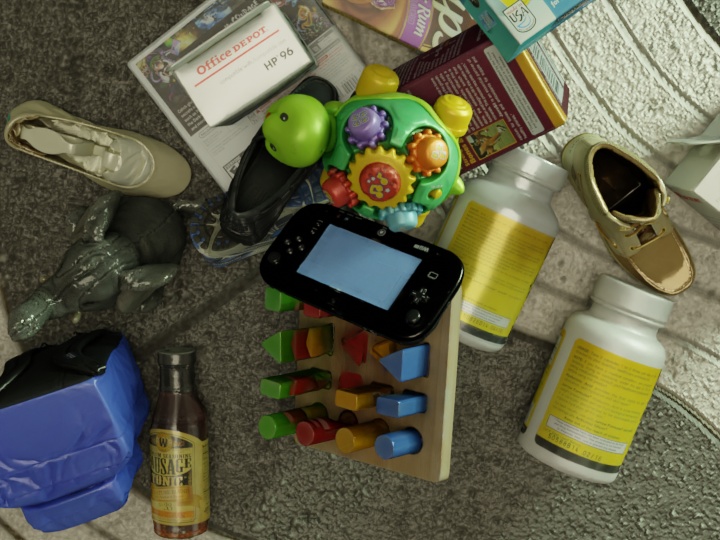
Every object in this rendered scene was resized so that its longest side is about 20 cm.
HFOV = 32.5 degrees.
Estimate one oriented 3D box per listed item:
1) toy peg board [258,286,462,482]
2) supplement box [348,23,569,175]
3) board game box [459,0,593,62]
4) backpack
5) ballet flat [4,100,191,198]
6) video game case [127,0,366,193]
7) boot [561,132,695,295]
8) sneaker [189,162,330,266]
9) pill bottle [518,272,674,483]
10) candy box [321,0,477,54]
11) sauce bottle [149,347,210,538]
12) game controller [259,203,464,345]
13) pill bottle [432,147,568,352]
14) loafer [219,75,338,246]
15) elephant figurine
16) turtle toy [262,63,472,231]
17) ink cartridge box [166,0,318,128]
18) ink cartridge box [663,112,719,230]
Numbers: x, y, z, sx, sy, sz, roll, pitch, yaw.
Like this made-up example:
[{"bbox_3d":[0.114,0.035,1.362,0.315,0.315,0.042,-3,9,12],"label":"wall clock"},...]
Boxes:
[{"bbox_3d":[-0.012,0.101,1.240,0.199,0.098,0.201,9,100,40],"label":"toy peg board"},{"bbox_3d":[0.093,-0.163,1.222,0.200,0.086,0.110,-25,112,24],"label":"supplement box"},{"bbox_3d":[0.135,-0.314,1.125,0.151,0.047,0.200,-37,85,-14],"label":"board game box"},{"bbox_3d":[-0.300,0.157,1.254,0.162,0.200,0.168,-14,106,0],"label":"backpack"},{"bbox_3d":[-0.276,-0.122,1.284,0.199,0.069,0.070,18,97,-2],"label":"ballet flat"},{"bbox_3d":[-0.111,-0.204,1.294,0.200,0.023,0.182,-37,96,6],"label":"video game case"},{"bbox_3d":[0.281,-0.050,1.239,0.073,0.155,0.200,-34,95,5],"label":"boot"},{"bbox_3d":[-0.089,-0.068,1.290,0.200,0.085,0.077,-28,71,-16],"label":"sneaker"},{"bbox_3d":[0.249,0.109,1.282,0.111,0.111,0.200,21,98,-2],"label":"pill bottle"},{"bbox_3d":[0.074,-0.282,1.265,0.200,0.056,0.117,25,96,-4],"label":"candy box"},{"bbox_3d":[-0.195,0.183,1.322,0.066,0.066,0.201,-3,96,1],"label":"sauce bottle"},{"bbox_3d":[0.000,0.000,1.183,0.200,0.042,0.104,22,74,29],"label":"game controller"},{"bbox_3d":[0.135,-0.026,1.266,0.112,0.112,0.200,25,97,-2],"label":"pill bottle"},{"bbox_3d":[-0.076,-0.116,1.225,0.068,0.070,0.201,27,67,5],"label":"loafer"},{"bbox_3d":[-0.248,-0.006,1.230,0.141,0.200,0.156,13,97,0],"label":"elephant figurine"},{"bbox_3d":[0.005,-0.111,1.162,0.200,0.101,0.146,23,122,0],"label":"turtle toy"},{"bbox_3d":[-0.108,-0.194,1.182,0.116,0.200,0.068,-33,96,5],"label":"ink cartridge box"},{"bbox_3d":[0.413,-0.087,1.247,0.200,0.129,0.125,38,96,-4],"label":"ink cartridge box"}]
